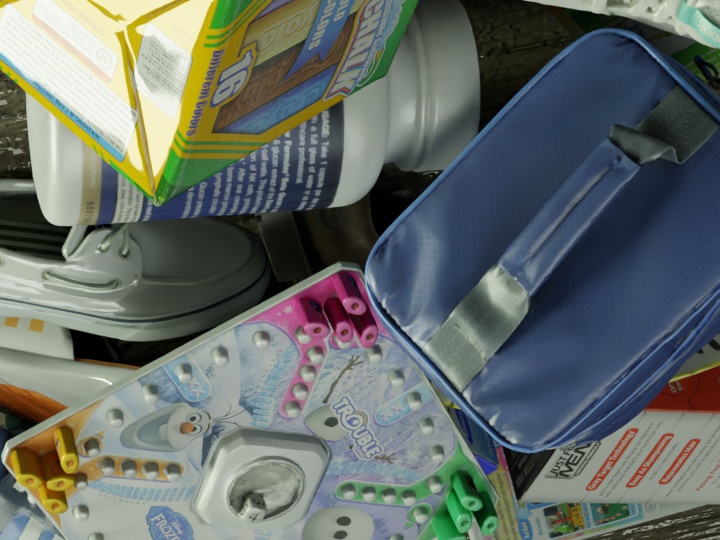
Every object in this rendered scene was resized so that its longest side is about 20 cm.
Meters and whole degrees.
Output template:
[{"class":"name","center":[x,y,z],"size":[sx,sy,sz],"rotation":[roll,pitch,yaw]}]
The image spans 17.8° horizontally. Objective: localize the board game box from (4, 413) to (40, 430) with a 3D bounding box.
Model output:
[{"class":"board game box","center":[-0.100,0.129,1.292],"size":[0.199,0.028,0.136],"rotation":[6,119,8]}]

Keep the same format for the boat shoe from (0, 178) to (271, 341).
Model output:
[{"class":"boat shoe","center":[-0.139,-0.010,1.153],"size":[0.199,0.074,0.067],"rotation":[-2,143,-16]}]

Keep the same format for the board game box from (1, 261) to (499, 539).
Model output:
[{"class":"board game box","center":[-0.048,0.112,1.165],"size":[0.199,0.026,0.200],"rotation":[-28,130,4]}]

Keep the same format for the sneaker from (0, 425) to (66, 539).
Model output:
[{"class":"sneaker","center":[-0.140,0.130,1.240],"size":[0.146,0.081,0.201],"rotation":[-17,115,10]}]

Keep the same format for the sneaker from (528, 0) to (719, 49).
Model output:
[{"class":"sneaker","center":[0.145,-0.129,1.012],"size":[0.199,0.089,0.075],"rotation":[-1,143,-18]}]

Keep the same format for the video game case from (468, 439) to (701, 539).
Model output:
[{"class":"video game case","center":[0.146,0.111,1.453],"size":[0.181,0.024,0.200],"rotation":[-15,144,2]}]

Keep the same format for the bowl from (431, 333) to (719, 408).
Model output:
[{"class":"bowl","center":[0.123,-0.002,1.209],"size":[0.200,0.201,0.095],"rotation":[-14,99,2]}]

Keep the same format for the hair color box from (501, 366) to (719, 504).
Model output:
[{"class":"hair color box","center":[0.193,0.089,1.366],"size":[0.199,0.061,0.102],"rotation":[3,141,-24]}]

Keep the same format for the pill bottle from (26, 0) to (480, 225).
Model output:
[{"class":"pill bottle","center":[-0.051,-0.082,1.058],"size":[0.199,0.112,0.111],"rotation":[-4,142,-13]}]

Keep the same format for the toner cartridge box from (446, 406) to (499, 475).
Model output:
[{"class":"toner cartridge box","center":[-0.017,0.118,1.346],"size":[0.200,0.095,0.043],"rotation":[-35,139,24]}]

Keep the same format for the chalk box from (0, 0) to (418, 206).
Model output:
[{"class":"chalk box","center":[-0.045,-0.140,0.937],"size":[0.200,0.124,0.124],"rotation":[-32,155,-45]}]

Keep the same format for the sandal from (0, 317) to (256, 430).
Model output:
[{"class":"sandal","center":[-0.139,0.046,1.210],"size":[0.205,0.060,0.079],"rotation":[8,155,23]}]

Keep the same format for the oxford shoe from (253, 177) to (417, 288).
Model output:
[{"class":"oxford shoe","center":[0.000,0.000,1.218],"size":[0.084,0.073,0.200],"rotation":[-20,145,-1]}]

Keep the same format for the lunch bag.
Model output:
[{"class":"lunch bag","center":[0.109,-0.015,1.055],"size":[0.200,0.136,0.132],"rotation":[-47,169,10]}]

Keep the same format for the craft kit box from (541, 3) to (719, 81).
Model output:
[{"class":"craft kit box","center":[0.173,-0.176,1.069],"size":[0.199,0.049,0.197],"rotation":[-29,138,19]}]
